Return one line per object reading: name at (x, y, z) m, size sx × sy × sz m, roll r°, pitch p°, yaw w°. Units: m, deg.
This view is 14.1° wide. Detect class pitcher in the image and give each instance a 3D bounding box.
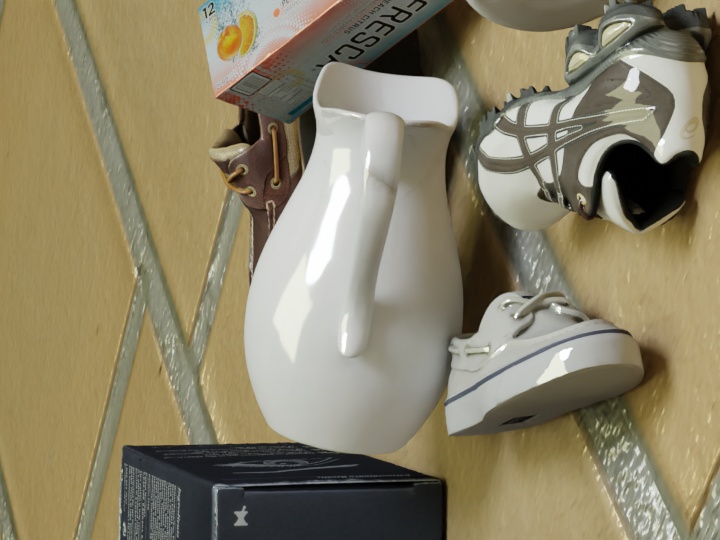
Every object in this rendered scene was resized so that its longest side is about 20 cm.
pitcher at (0.000, 0.000, 1.586) m, size 0.172 × 0.121 × 0.201 m, roll -72°, pitch -8°, yaw -77°

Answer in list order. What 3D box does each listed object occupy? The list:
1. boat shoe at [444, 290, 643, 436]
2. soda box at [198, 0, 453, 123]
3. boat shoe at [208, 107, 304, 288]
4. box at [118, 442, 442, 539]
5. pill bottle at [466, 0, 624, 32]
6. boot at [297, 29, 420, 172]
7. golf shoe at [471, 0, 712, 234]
boat shoe at (0.090, 0.042, 1.508) m, size 0.200 × 0.072 × 0.066 m, roll 138°, pitch 125°, yaw -74°
soda box at (-0.004, -0.165, 1.663) m, size 0.200 × 0.063 × 0.069 m, roll -34°, pitch 54°, yaw 36°
boat shoe at (-0.067, -0.076, 1.926) m, size 0.072 × 0.072 × 0.201 m, roll -144°, pitch 57°, yaw -66°
box at (-0.053, 0.167, 1.773) m, size 0.200 × 0.147 × 0.105 m, roll -169°, pitch 80°, yaw -70°
pill bottle at (0.079, -0.228, 1.473) m, size 0.111 × 0.110 × 0.201 m, roll 112°, pitch 151°, yaw -45°
boot at (-0.008, -0.087, 1.782) m, size 0.076 × 0.073 × 0.201 m, roll -109°, pitch 24°, yaw -64°
golf shoe at (0.112, -0.051, 1.433) m, size 0.200 × 0.077 × 0.095 m, roll 126°, pitch 140°, yaw -59°
